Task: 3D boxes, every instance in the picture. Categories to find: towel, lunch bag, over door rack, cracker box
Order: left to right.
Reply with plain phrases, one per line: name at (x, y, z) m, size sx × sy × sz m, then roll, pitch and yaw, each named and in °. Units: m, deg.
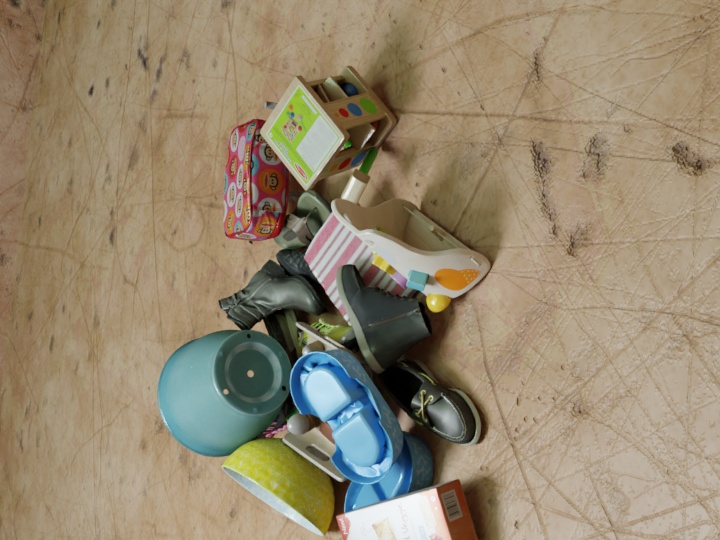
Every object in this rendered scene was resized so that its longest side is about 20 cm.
lunch bag at (-0.188, -0.151, 1.887) m, size 0.176 × 0.081 × 0.203 m, roll -8°, pitch 77°, yaw 63°
over door rack at (-0.124, -0.210, 1.935) m, size 0.200 × 0.066 × 0.150 m, roll 34°, pitch 113°, yaw 60°
towel at (0.000, 0.000, 1.701) m, size 0.201 × 0.030 × 0.147 m, roll 55°, pitch 129°, yaw 22°
cracker box at (0.067, 0.375, 1.492) m, size 0.199 × 0.057 × 0.135 m, roll -27°, pitch 77°, yaw 41°

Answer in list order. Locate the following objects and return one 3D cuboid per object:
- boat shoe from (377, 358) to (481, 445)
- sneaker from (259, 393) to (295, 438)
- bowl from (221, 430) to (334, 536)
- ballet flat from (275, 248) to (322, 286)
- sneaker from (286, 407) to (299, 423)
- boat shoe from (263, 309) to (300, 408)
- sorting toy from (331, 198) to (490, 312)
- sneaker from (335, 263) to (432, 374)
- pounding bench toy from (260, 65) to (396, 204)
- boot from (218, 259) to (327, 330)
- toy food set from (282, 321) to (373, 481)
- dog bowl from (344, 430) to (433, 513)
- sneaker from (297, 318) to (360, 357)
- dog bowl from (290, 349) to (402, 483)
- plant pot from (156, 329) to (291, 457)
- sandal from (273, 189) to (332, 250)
boat shoe at (0.093, 0.185, 1.536) m, size 0.201 × 0.060 × 0.073 m, roll 36°, pitch 114°, yaw 53°
sneaker at (-0.183, 0.253, 1.916) m, size 0.200 × 0.095 × 0.080 m, roll -50°, pitch 44°, yaw 38°
bowl at (-0.111, 0.323, 1.746) m, size 0.108 × 0.200 × 0.199 m, roll -55°, pitch 29°, yaw -17°
ballet flat at (-0.084, -0.009, 1.863) m, size 0.057 × 0.067 × 0.199 m, roll -44°, pitch 27°, yaw -20°
sneaker at (-0.039, 0.222, 1.727) m, size 0.199 × 0.074 × 0.085 m, roll -8°, pitch 80°, yaw 47°
boat shoe at (-0.124, 0.152, 1.854) m, size 0.074 × 0.064 × 0.201 m, roll 86°, pitch 171°, yaw -50°
sorting toy at (0.047, -0.040, 1.523) m, size 0.107 × 0.179 × 0.200 m, roll -57°, pitch 38°, yaw 7°
sneaker at (0.037, 0.052, 1.614) m, size 0.106 × 0.075 × 0.201 m, roll -30°, pitch 49°, yaw 8°
pounding bench toy at (-0.022, -0.199, 1.712) m, size 0.201 × 0.155 × 0.124 m, roll 51°, pitch 130°, yaw 14°
boot at (-0.150, 0.064, 1.855) m, size 0.130 × 0.068 × 0.199 m, roll -41°, pitch 35°, yaw -17°
toy food set at (-0.057, 0.193, 1.634) m, size 0.143 × 0.060 × 0.202 m, roll 27°, pitch 119°, yaw 41°
dog bowl at (0.043, 0.320, 1.600) m, size 0.112 × 0.049 × 0.201 m, roll 55°, pitch 130°, yaw 46°
sneaker at (-0.056, 0.115, 1.720) m, size 0.077 × 0.075 × 0.200 m, roll 61°, pitch 151°, yaw 3°
dog bowl at (-0.015, 0.200, 1.538) m, size 0.111 × 0.049 × 0.201 m, roll -41°, pitch 79°, yaw 35°
plant pot at (-0.201, 0.182, 1.746) m, size 0.188 × 0.198 × 0.203 m, roll -33°, pitch 58°, yaw 57°
sandal at (-0.098, -0.071, 1.850) m, size 0.057 × 0.080 × 0.201 m, roll -51°, pitch 7°, yaw -34°
